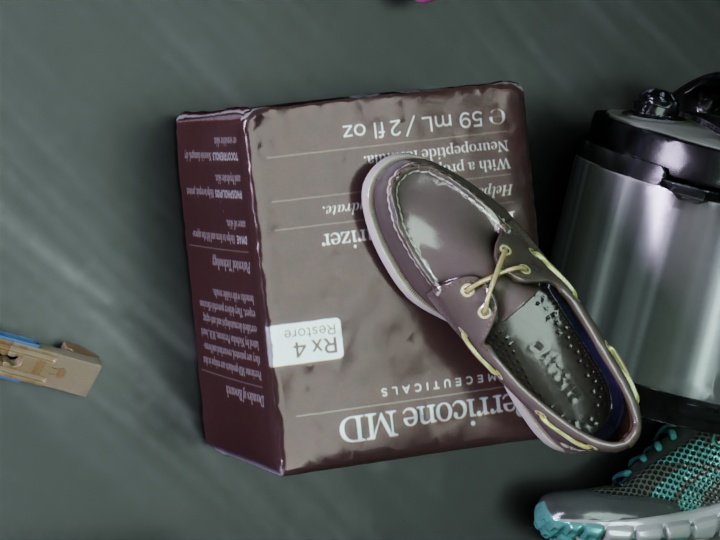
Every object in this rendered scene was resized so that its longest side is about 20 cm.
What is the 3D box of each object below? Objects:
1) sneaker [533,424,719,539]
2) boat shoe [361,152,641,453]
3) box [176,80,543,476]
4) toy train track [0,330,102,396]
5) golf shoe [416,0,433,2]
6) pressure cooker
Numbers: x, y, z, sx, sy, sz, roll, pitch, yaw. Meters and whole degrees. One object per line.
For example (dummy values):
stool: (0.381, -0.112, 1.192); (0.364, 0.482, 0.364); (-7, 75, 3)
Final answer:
sneaker: (0.195, 0.122, 1.689); (0.200, 0.078, 0.091); (-5, 77, -20)
boat shoe: (0.078, 0.018, 1.476); (0.072, 0.060, 0.200); (-41, 103, -13)
box: (0.000, 0.000, 1.569); (0.166, 0.164, 0.200); (-7, 94, -17)
toy train track: (-0.240, 0.031, 1.557); (0.200, 0.033, 0.115); (17, 115, -29)
golf shoe: (0.047, -0.259, 1.626); (0.091, 0.075, 0.200); (-8, 95, -19)
pressure cooker: (0.200, -0.016, 1.609); (0.179, 0.176, 0.200); (1, 104, -56)
